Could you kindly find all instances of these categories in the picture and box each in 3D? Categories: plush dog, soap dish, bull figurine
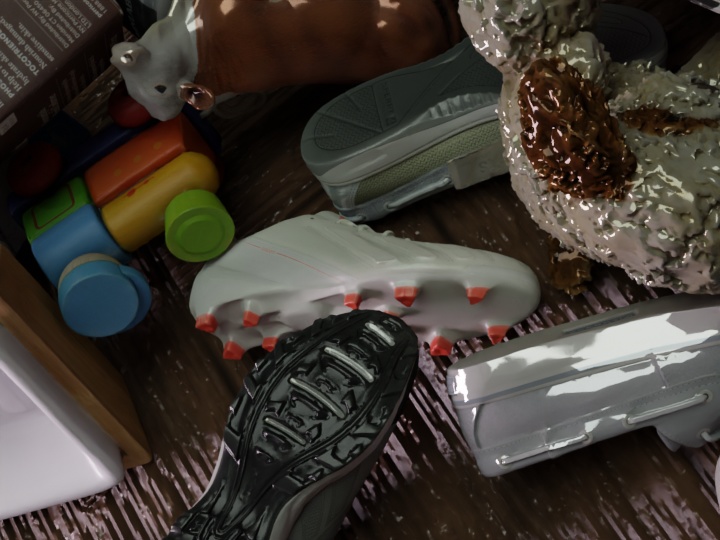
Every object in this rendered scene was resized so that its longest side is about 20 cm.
[{"bbox_3d":[0.131,-0.045,0.786,0.172,0.199,0.161,-113,41,-72],"label":"plush dog"},{"bbox_3d":[-0.237,0.071,0.948,0.199,0.158,0.082,-16,46,20],"label":"soap dish"},{"bbox_3d":[-0.040,-0.145,0.930,0.065,0.199,0.122,-137,46,-62],"label":"bull figurine"}]

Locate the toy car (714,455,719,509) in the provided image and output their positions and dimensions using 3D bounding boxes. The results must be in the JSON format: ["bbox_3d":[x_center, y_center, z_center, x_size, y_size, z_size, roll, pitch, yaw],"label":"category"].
[{"bbox_3d":[0.233,0.107,0.691,0.174,0.150,0.201,-18,62,19],"label":"toy car"}]

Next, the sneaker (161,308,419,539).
[{"bbox_3d":[-0.036,0.107,0.864,0.074,0.079,0.201,34,91,24],"label":"sneaker"}]

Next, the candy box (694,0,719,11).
[{"bbox_3d":[0.172,-0.164,0.798,0.199,0.136,0.061,24,115,6],"label":"candy box"}]

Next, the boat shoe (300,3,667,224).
[{"bbox_3d":[0.069,-0.082,0.915,0.201,0.065,0.075,-21,41,11],"label":"boat shoe"}]

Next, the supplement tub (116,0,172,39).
[{"bbox_3d":[-0.131,-0.216,1.030,0.123,0.123,0.200,-49,57,0],"label":"supplement tub"}]

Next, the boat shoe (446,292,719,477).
[{"bbox_3d":[0.143,0.052,0.813,0.199,0.072,0.069,-15,95,3],"label":"boat shoe"}]

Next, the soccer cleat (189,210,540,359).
[{"bbox_3d":[0.000,0.000,0.907,0.199,0.069,0.078,-4,53,24],"label":"soccer cleat"}]

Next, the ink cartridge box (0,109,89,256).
[{"bbox_3d":[-0.263,-0.032,1.021,0.068,0.116,0.201,25,82,34],"label":"ink cartridge box"}]

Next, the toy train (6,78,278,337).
[{"bbox_3d":[-0.095,-0.052,0.950,0.199,0.085,0.116,-33,42,5],"label":"toy train"}]

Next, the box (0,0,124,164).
[{"bbox_3d":[-0.220,-0.088,0.916,0.200,0.100,0.075,-42,92,-7],"label":"box"}]
